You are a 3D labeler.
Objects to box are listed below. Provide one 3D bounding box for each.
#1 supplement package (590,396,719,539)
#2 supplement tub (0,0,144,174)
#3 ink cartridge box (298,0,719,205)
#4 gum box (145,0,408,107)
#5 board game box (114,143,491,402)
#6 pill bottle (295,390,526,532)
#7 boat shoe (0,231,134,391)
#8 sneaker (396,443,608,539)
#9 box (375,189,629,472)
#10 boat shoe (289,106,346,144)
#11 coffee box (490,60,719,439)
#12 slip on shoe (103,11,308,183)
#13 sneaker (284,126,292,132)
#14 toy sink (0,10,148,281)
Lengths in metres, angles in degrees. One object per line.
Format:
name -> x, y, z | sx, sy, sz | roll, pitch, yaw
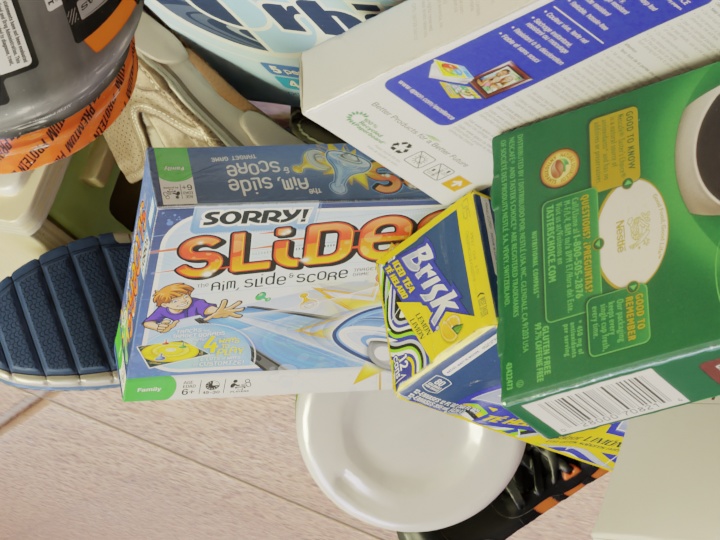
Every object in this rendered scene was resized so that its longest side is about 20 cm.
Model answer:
supplement package -> 0.200, 0.042, 1.063 | 0.121, 0.201, 0.120 | 30, 161, -33
supplement tub -> -0.147, -0.137, 0.947 | 0.122, 0.123, 0.200 | 13, 143, 21
ink cartridge box -> 0.082, -0.088, 0.997 | 0.199, 0.037, 0.095 | -21, 146, 33
gum box -> -0.021, -0.124, 1.068 | 0.169, 0.045, 0.200 | 10, 160, 33
board game box -> 0.000, 0.000, 1.132 | 0.199, 0.035, 0.136 | -2, 142, -14
pill bottle -> 0.024, 0.044, 1.321 | 0.111, 0.111, 0.200 | 22, -164, -7
boat shoe -> -0.079, 0.021, 1.222 | 0.199, 0.073, 0.072 | -13, 159, -8
sneaker -> 0.103, 0.085, 1.381 | 0.070, 0.200, 0.090 | 60, 149, -4
box -> 0.102, 0.037, 1.117 | 0.199, 0.070, 0.064 | 20, 137, -37
boat shoe -> 0.056, -0.044, 1.202 | 0.201, 0.061, 0.072 | 17, 165, 10
coffee box -> 0.144, -0.019, 0.964 | 0.199, 0.123, 0.044 | -19, 145, 27
slip on shoe -> -0.089, -0.067, 1.169 | 0.200, 0.061, 0.076 | 38, 176, -9
sneaker -> -0.026, -0.036, 1.352 | 0.082, 0.071, 0.200 | 3, 176, -41
toy sink -> -0.155, -0.067, 1.259 | 0.112, 0.131, 0.200 | 9, 159, 33
